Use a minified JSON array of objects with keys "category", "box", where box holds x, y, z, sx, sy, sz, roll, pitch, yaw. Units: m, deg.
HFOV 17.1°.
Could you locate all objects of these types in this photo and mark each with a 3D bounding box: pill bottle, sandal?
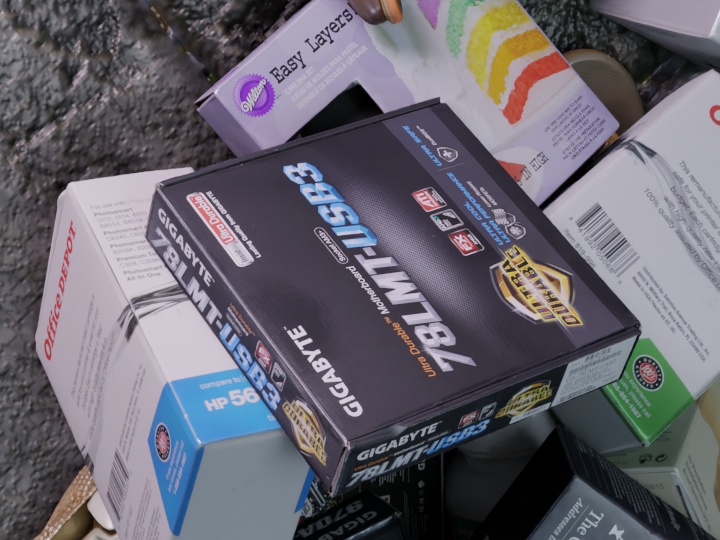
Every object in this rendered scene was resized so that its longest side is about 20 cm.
[{"category":"pill bottle","box":[0.114,0.167,1.550,0.112,0.113,0.201,-21,112,-21]},{"category":"sandal","box":[0.163,-0.045,1.551,0.080,0.054,0.201,-13,106,-24]}]

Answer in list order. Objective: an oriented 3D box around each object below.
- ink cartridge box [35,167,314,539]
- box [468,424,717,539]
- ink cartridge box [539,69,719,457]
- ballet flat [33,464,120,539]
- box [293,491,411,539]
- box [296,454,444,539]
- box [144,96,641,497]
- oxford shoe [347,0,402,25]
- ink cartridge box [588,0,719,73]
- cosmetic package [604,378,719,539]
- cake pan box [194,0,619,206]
[{"category":"ink cartridge box","box":[-0.105,0.062,1.337,0.084,0.201,0.146,-9,141,-26]},{"category":"box","box":[0.135,0.232,1.420,0.182,0.104,0.200,35,100,-9]},{"category":"ink cartridge box","box":[0.181,-0.004,1.470,0.200,0.083,0.147,-39,94,-23]},{"category":"ballet flat","box":[-0.162,0.172,1.436,0.070,0.065,0.200,43,82,-29]},{"category":"box","box":[-0.047,0.250,1.473,0.199,0.046,0.160,-25,113,-19]},{"category":"box","box":[-0.026,0.176,1.517,0.159,0.049,0.201,-8,107,-22]},{"category":"box","box":[0.016,0.007,1.292,0.198,0.200,0.050,-17,144,-31]},{"category":"oxford shoe","box":[-0.046,-0.218,1.382,0.073,0.071,0.201,-34,92,6]},{"category":"ink cartridge box","box":[0.282,-0.186,1.525,0.199,0.144,0.146,22,92,-31]},{"category":"cosmetic package","box":[0.214,0.100,1.545,0.106,0.071,0.200,63,37,-31]},{"category":"cake pan box","box":[0.027,-0.090,1.430,0.200,0.052,0.184,-41,94,-19]}]
